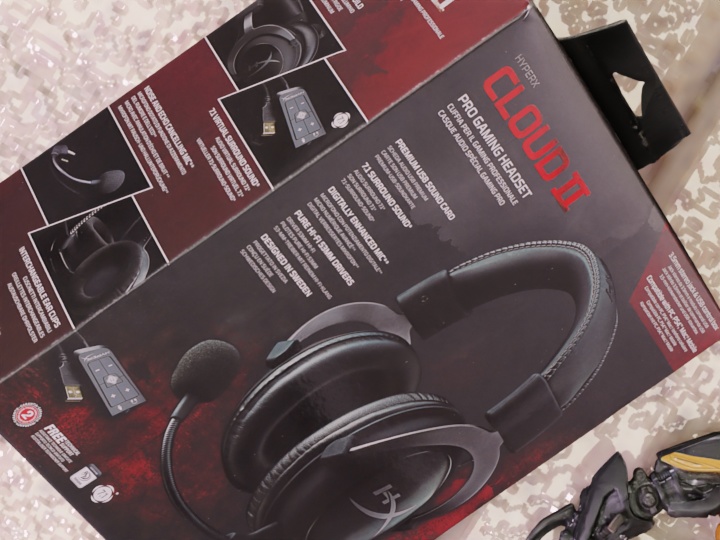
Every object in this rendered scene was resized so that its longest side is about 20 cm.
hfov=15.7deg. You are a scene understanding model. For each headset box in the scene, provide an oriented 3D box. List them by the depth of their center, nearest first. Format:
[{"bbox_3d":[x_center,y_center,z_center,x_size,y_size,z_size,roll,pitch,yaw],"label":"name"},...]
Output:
[{"bbox_3d":[0.000,0.000,0.738,0.200,0.077,0.149,-34,133,3],"label":"headset box"}]

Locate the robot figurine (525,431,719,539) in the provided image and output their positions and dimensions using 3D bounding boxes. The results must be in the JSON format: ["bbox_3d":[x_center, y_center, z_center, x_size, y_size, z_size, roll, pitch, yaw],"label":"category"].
[{"bbox_3d":[0.086,0.144,0.788,0.200,0.058,0.145,-40,93,3],"label":"robot figurine"}]
